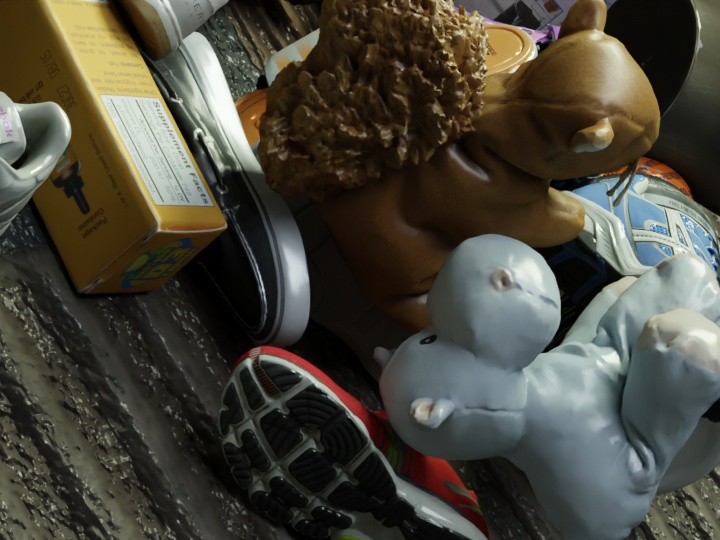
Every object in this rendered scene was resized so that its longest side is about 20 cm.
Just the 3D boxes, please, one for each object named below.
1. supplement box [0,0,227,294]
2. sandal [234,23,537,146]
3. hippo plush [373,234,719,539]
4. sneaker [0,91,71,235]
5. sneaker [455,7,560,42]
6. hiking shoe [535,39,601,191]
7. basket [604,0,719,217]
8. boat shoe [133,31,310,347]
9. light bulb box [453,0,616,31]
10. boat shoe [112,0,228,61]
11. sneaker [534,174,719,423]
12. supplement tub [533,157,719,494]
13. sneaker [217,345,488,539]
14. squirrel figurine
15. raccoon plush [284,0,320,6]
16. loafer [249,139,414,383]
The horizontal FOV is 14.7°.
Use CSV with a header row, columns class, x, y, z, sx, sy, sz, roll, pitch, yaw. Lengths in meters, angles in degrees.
class,x,y,z,sx,sy,sz,roll,pitch,yaw
supplement box,-0.150,-0.087,1.483,0.069,0.066,0.201,2,56,-54
sandal,0.002,-0.119,1.618,0.079,0.206,0.059,-127,-159,-49
hippo plush,0.087,0.061,1.482,0.160,0.201,0.159,23,10,-13
sneaker,-0.221,-0.056,1.324,0.200,0.099,0.075,-9,66,-54
sneaker,0.106,-0.135,1.851,0.200,0.088,0.081,33,37,-26
hiking shoe,0.129,-0.084,1.686,0.087,0.074,0.200,62,0,-15
basket,0.251,-0.102,1.830,0.199,0.136,0.181,21,48,-34
boat shoe,-0.090,-0.045,1.525,0.066,0.070,0.201,-8,66,-33
light bulb box,0.120,-0.258,1.964,0.200,0.125,0.198,51,31,-3
boat shoe,-0.130,-0.194,1.568,0.200,0.069,0.071,52,-12,39
sneaker,0.180,0.009,1.600,0.077,0.076,0.200,-25,52,-21
supplement tub,0.166,0.029,1.723,0.122,0.122,0.201,34,36,-27
sneaker,-0.005,0.101,1.482,0.200,0.077,0.085,45,24,-32
squirrel figurine,0.054,-0.077,1.481,0.200,0.186,0.142,30,53,-35
raccoon plush,-0.091,-0.228,1.730,0.133,0.097,0.200,3,25,-36
loafer,0.000,0.000,1.596,0.200,0.072,0.063,51,20,-14
